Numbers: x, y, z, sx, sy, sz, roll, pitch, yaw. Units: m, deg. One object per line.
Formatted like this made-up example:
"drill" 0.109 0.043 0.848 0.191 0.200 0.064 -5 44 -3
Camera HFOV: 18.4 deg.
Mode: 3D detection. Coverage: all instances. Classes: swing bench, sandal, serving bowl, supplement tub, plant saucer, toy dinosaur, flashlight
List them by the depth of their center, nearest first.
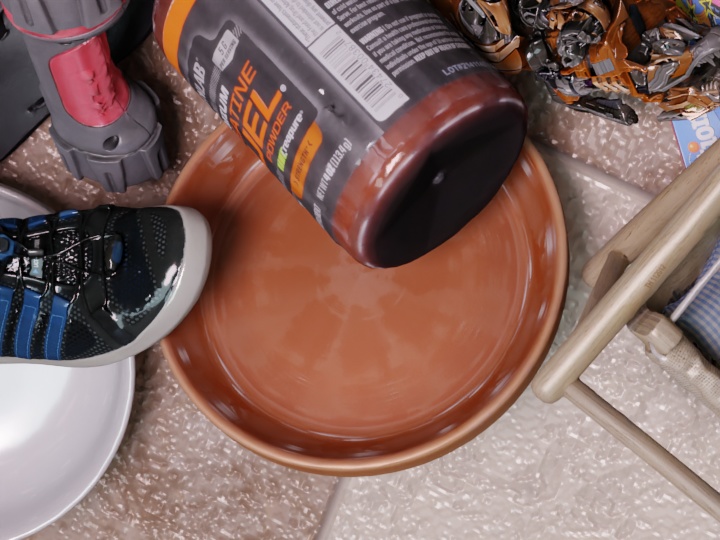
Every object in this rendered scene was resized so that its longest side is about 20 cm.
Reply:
"swing bench" 0.218 0.022 0.952 0.199 0.130 0.200 38 121 -4
"toy dinosaur" 0.073 -0.127 0.990 0.199 0.102 0.136 6 136 19
"supplement tub" -0.023 -0.102 1.013 0.200 0.107 0.107 47 120 23
"flashlight" -0.123 -0.100 1.022 0.067 0.200 0.068 -14 63 -1
"plant saucer" 0.000 0.000 1.045 0.199 0.032 0.202 -4 69 11
"sandal" -0.160 -0.115 1.111 0.076 0.043 0.200 43 118 1
"serving bowl" -0.214 0.043 1.163 0.198 0.066 0.202 0 103 0

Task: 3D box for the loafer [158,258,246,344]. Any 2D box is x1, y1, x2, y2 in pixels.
"loafer" -0.034 0.023 1.105 0.199 0.072 0.063 19 74 7

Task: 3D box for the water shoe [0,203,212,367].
"water shoe" -0.162 0.007 1.041 0.199 0.079 0.072 -14 64 31

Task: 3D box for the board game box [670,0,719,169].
"board game box" 0.184 -0.099 1.001 0.102 0.019 0.201 -13 104 22
